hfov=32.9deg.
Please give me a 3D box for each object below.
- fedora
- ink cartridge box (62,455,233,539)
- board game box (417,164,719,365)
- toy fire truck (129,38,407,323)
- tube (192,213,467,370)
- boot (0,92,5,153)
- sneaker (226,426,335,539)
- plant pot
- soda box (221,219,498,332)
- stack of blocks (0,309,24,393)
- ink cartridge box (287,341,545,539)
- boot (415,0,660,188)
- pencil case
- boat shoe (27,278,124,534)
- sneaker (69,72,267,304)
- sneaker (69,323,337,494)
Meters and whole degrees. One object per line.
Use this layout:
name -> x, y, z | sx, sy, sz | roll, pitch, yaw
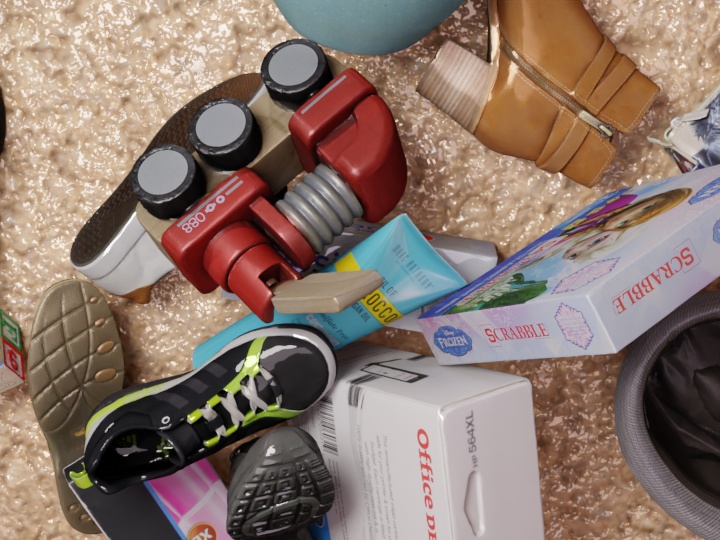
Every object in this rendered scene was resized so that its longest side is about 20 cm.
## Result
fedora -> 0.282, 0.106, 0.915 | 0.200, 0.090, 0.177 | 40, 98, 1
ink cartridge box -> -0.136, 0.206, 0.946 | 0.095, 0.037, 0.200 | -34, 114, -11
board game box -> 0.165, -0.006, 0.805 | 0.200, 0.199, 0.041 | -32, 99, -26
toy fire truck -> -0.032, -0.040, 0.796 | 0.176, 0.129, 0.200 | -41, 62, -10
tube -> -0.028, 0.032, 0.873 | 0.200, 0.050, 0.077 | -30, 129, 20
boot -> -0.365, -0.076, 0.919 | 0.174, 0.069, 0.200 | 8, 103, 0
sneaker -> -0.067, 0.152, 0.870 | 0.076, 0.200, 0.091 | -7, 58, -15
plant pot -> 0.005, -0.226, 0.826 | 0.200, 0.200, 0.135 | 11, 124, 0
soda box -> 0.000, 0.000, 0.920 | 0.200, 0.063, 0.068 | 10, 102, 1
stack of blocks -> -0.373, 0.075, 0.922 | 0.200, 0.059, 0.115 | -25, 141, 7
ink cartridge box -> 0.034, 0.140, 0.873 | 0.084, 0.200, 0.146 | -14, 103, -33
boot -> 0.151, -0.169, 0.874 | 0.155, 0.077, 0.200 | 30, 103, -2
pencil case -> 0.303, -0.139, 0.873 | 0.089, 0.078, 0.200 | 33, 102, -24
boat shoe -> -0.219, 0.101, 0.943 | 0.072, 0.068, 0.200 | -10, 106, -20
sneaker -> -0.125, -0.060, 0.924 | 0.200, 0.073, 0.085 | -46, 129, 2
sneaker -> -0.105, 0.106, 0.841 | 0.200, 0.083, 0.072 | -25, 113, 11
